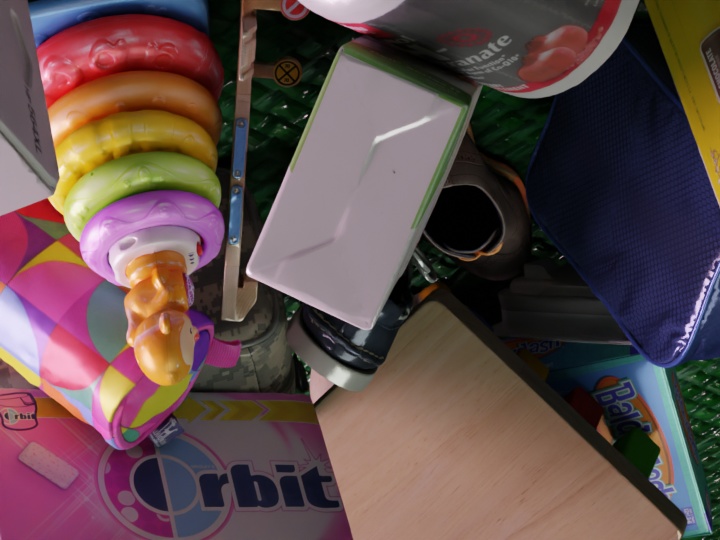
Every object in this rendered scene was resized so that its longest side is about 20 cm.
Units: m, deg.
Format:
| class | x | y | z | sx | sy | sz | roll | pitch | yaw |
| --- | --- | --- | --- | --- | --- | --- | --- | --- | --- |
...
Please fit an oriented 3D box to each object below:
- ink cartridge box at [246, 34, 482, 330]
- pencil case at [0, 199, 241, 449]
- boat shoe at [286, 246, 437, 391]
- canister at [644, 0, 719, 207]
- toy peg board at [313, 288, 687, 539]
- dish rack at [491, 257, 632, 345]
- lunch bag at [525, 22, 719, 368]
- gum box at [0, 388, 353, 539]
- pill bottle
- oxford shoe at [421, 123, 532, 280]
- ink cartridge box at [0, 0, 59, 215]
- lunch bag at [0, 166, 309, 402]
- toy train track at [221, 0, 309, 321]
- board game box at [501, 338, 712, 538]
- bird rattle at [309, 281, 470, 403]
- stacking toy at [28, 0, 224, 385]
| class | x | y | z | sx | sy | sz | roll | pitch | yaw |
| --- | --- | --- | --- | --- | --- | --- | --- | --- | --- |
| ink cartridge box | 0.008 | -0.051 | 1.091 | 0.067 | 0.200 | 0.117 | 24 | 101 | 1 |
| pencil case | -0.163 | 0.009 | 1.135 | 0.088 | 0.200 | 0.088 | -47 | 162 | -21 |
| boat shoe | 0.000 | 0.000 | 1.236 | 0.075 | 0.200 | 0.062 | 37 | 108 | -5 |
| canister | 0.217 | -0.112 | 1.094 | 0.148 | 0.200 | 0.087 | -1 | 148 | -25 |
| toy peg board | 0.064 | 0.123 | 1.341 | 0.200 | 0.199 | 0.098 | -44 | -175 | 29 |
| dish rack | 0.192 | 0.002 | 1.341 | 0.200 | 0.044 | 0.172 | -16 | -169 | -36 |
| lunch bag | 0.191 | -0.048 | 1.204 | 0.132 | 0.200 | 0.136 | -2 | 129 | -29 |
| gum box | -0.103 | 0.126 | 1.161 | 0.200 | 0.114 | 0.066 | 2 | 139 | -24 |
| pill bottle | 0.030 | -0.156 | 1.022 | 0.200 | 0.111 | 0.111 | 18 | 137 | -44 |
| oxford shoe | 0.058 | -0.029 | 1.289 | 0.071 | 0.073 | 0.200 | -23 | 150 | 13 |
| ink cartridge box | -0.249 | -0.076 | 0.992 | 0.200 | 0.146 | 0.084 | -21 | 148 | 8 |
| lunch bag | -0.135 | 0.051 | 1.265 | 0.200 | 0.139 | 0.168 | -15 | 144 | -3 |
| toy train track | -0.046 | -0.073 | 1.079 | 0.032 | 0.115 | 0.200 | 4 | 107 | -4 |
| board game box | 0.107 | 0.113 | 1.399 | 0.200 | 0.045 | 0.152 | -11 | 123 | 14 |
| bird rattle | 0.034 | 0.081 | 1.471 | 0.200 | 0.113 | 0.163 | -23 | 129 | 18 |
| stacking toy | -0.106 | -0.034 | 1.075 | 0.110 | 0.200 | 0.116 | -10 | 149 | -9 |
